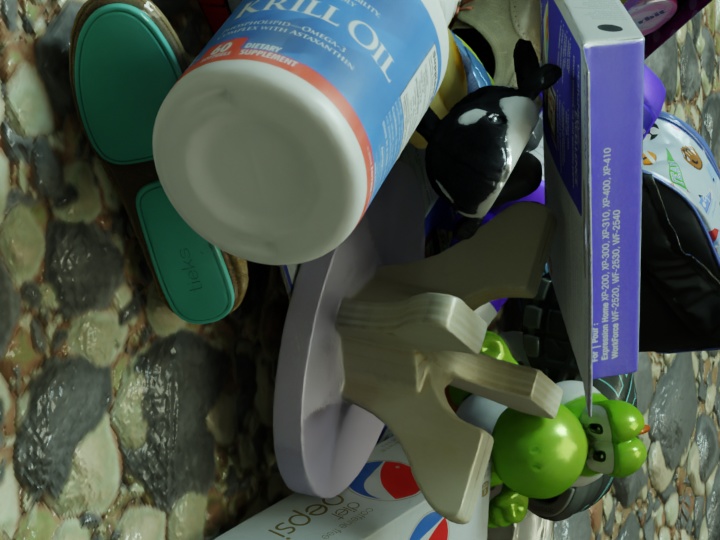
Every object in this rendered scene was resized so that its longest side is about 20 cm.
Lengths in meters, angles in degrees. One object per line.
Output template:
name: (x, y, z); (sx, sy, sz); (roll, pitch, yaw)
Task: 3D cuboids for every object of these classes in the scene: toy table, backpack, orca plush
toy table: (0.035, 0.039, 1.160); (0.183, 0.116, 0.202); (17, 84, -62)
backpack: (0.189, -0.034, 1.475); (0.191, 0.198, 0.155); (60, 28, -45)
orca plush: (0.061, -0.089, 1.112); (0.106, 0.071, 0.200); (-61, 178, 34)

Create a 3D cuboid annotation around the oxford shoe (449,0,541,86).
oxford shoe: (0.095, -0.190, 1.421); (0.074, 0.070, 0.202); (1, 72, -28)

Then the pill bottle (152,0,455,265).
pill bottle: (-0.019, -0.101, 1.034); (0.200, 0.111, 0.113); (-61, 141, -50)

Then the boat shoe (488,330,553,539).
boat shoe: (0.095, 0.141, 1.433); (0.069, 0.070, 0.202); (12, 83, -40)

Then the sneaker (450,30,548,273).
sneaker: (0.066, -0.079, 1.358); (0.071, 0.082, 0.201); (-85, 153, -76)

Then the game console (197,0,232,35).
game console: (-0.030, -0.179, 1.225); (0.201, 0.031, 0.178); (-64, 142, -38)

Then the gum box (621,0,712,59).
gum box: (0.180, -0.215, 1.413); (0.066, 0.200, 0.115); (-4, 70, -28)

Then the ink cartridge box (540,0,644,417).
ink cartridge box: (0.132, -0.050, 1.139); (0.200, 0.043, 0.200); (-93, 180, -66)

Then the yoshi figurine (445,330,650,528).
yoshi figurine: (0.091, 0.104, 1.291); (0.113, 0.199, 0.112); (51, 62, -22)

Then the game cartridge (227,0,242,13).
game cartridge: (-0.020, -0.187, 1.181); (0.201, 0.041, 0.134); (-60, 140, -42)

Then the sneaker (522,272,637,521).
sneaker: (0.154, 0.071, 1.401); (0.079, 0.075, 0.202); (8, 93, -51)

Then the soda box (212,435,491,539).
soda box: (-0.006, 0.163, 1.189); (0.199, 0.068, 0.064); (-26, 125, -47)

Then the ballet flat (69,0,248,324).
ballet flat: (-0.102, -0.068, 1.069); (0.073, 0.067, 0.201); (-82, 157, -57)

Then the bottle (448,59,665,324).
bottle: (0.114, -0.056, 1.298); (0.083, 0.065, 0.201); (37, 80, -20)

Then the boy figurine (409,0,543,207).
boy figurine: (0.043, -0.127, 1.197); (0.200, 0.064, 0.125); (54, 33, -43)

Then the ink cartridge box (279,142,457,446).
ink cartridge box: (0.000, 0.000, 1.252); (0.200, 0.047, 0.199); (-54, 143, -39)
